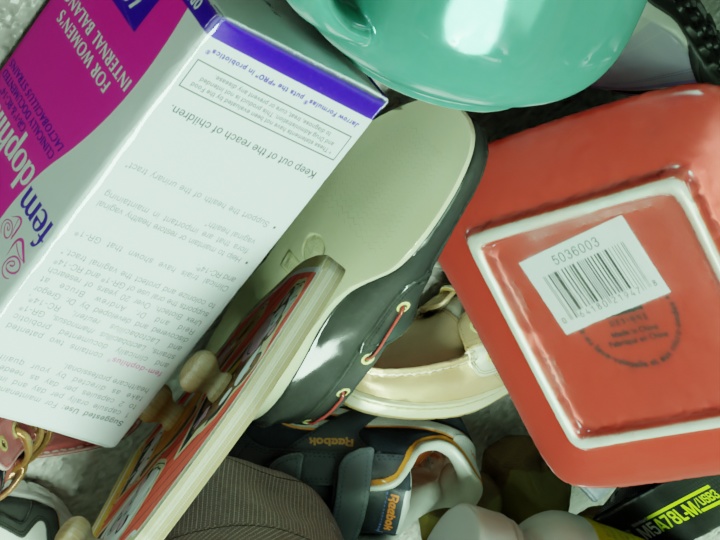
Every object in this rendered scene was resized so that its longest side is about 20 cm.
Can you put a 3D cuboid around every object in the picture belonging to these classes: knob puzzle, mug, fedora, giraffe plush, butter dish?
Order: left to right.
[{"bbox_3d":[-0.077,0.061,0.761,0.030,0.220,0.220,38,105,-8],"label":"knob puzzle"},{"bbox_3d":[-0.063,0.159,0.876,0.176,0.091,0.200,-22,136,16],"label":"fedora"},{"bbox_3d":[0.030,-0.136,0.688,0.184,0.152,0.115,4,123,-22],"label":"mug"},{"bbox_3d":[0.083,0.223,1.084,0.172,0.201,0.162,-29,176,-31],"label":"giraffe plush"},{"bbox_3d":[0.160,-0.010,0.866,0.148,0.199,0.200,-44,111,-44],"label":"butter dish"}]

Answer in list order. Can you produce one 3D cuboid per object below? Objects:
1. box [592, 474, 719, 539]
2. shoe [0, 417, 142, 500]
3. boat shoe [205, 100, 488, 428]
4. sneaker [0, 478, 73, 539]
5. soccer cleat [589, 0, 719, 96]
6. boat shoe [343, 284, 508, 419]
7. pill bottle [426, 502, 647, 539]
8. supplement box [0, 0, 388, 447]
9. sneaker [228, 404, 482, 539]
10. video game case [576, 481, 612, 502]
[{"bbox_3d":[0.233,0.069,0.991,0.200,0.047,0.193,-48,179,-22],"label":"box"},{"bbox_3d":[-0.171,0.078,0.790,0.199,0.091,0.072,7,124,-40],"label":"shoe"},{"bbox_3d":[-0.001,-0.002,0.855,0.063,0.074,0.202,12,123,-47],"label":"boat shoe"},{"bbox_3d":[-0.158,0.177,0.905,0.074,0.080,0.200,-39,138,6],"label":"sneaker"},{"bbox_3d":[0.123,-0.117,0.850,0.073,0.069,0.199,-33,146,27],"label":"soccer cleat"},{"bbox_3d":[0.071,0.028,0.941,0.199,0.074,0.070,-11,123,-30],"label":"boat shoe"},{"bbox_3d":[0.132,0.198,0.955,0.199,0.112,0.112,22,116,-19],"label":"pill bottle"},{"bbox_3d":[-0.101,-0.038,0.725,0.103,0.101,0.200,21,114,-45],"label":"supplement box"},{"bbox_3d":[-0.022,0.113,0.944,0.199,0.080,0.079,-11,135,-26],"label":"sneaker"},{"bbox_3d":[0.185,0.038,0.980,0.200,0.143,0.019,-43,101,3],"label":"video game case"}]
